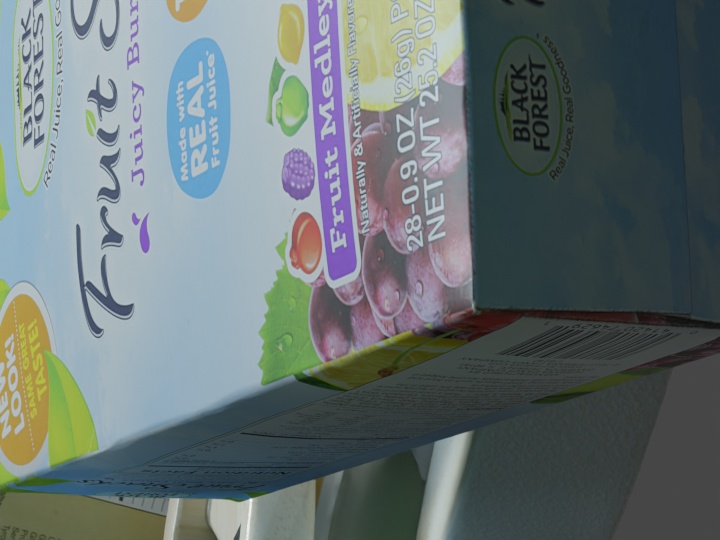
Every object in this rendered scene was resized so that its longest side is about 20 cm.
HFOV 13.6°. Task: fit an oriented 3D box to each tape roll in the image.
[{"bbox_3d":[0.054,-0.017,0.707,0.203,0.037,0.204,-166,90,-89],"label":"tape roll"}]

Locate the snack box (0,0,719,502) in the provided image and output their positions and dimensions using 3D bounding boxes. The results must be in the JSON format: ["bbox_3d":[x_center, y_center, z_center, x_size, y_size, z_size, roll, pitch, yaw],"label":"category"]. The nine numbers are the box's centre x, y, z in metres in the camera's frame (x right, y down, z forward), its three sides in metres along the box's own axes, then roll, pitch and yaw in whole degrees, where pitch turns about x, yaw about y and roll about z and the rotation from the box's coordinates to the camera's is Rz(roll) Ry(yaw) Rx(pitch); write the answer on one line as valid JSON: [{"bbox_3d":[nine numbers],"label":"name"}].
[{"bbox_3d":[-0.008,-0.052,0.581,0.200,0.067,0.170,-25,64,59],"label":"snack box"}]

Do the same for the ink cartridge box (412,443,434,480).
[{"bbox_3d":[-0.066,0.015,1.025,0.116,0.199,0.067,-81,5,-80],"label":"ink cartridge box"}]

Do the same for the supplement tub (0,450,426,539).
[{"bbox_3d":[-0.064,0.098,0.873,0.144,0.199,0.145,-165,90,-89],"label":"supplement tub"}]

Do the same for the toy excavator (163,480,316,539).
[{"bbox_3d":[-0.020,0.096,0.666,0.195,0.099,0.201,110,168,-60],"label":"toy excavator"}]
